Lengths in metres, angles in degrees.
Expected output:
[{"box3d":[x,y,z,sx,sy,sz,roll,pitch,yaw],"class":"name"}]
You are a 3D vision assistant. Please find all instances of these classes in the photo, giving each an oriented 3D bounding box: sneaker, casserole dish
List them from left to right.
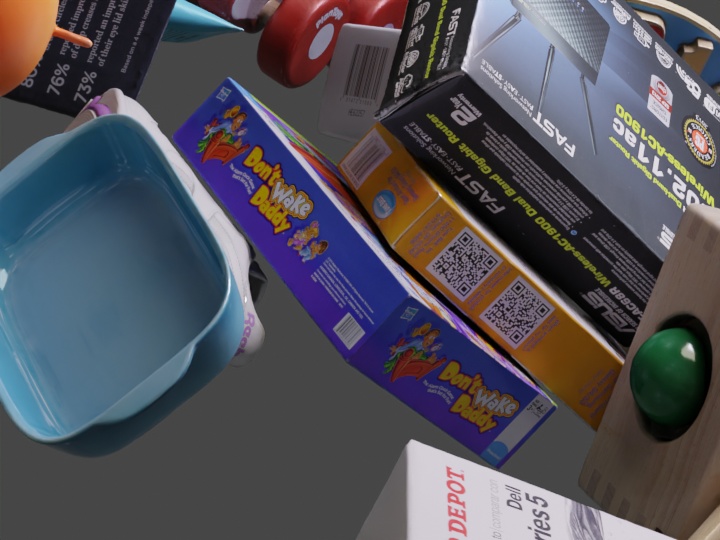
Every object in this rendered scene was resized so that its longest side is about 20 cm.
[{"box3d":[-0.117,0.010,1.230,0.039,0.121,0.200,50,3,-42],"class":"casserole dish"},{"box3d":[-0.103,-0.016,1.360,0.099,0.075,0.200,30,20,-32],"class":"sneaker"}]

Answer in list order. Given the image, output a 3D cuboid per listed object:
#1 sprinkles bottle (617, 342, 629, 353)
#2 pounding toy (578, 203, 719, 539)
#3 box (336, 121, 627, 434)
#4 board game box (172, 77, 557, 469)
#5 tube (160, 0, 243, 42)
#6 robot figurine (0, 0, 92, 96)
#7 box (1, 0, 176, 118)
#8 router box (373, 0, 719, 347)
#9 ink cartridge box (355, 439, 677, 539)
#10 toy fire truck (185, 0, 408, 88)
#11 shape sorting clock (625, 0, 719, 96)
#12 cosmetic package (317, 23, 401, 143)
[{"box3d":[0.232,0.051,1.526,0.199,0.068,0.068,20,24,-12],"class":"sprinkles bottle"},{"box3d":[0.202,0.085,1.317,0.199,0.185,0.142,13,15,-28],"class":"pounding toy"},{"box3d":[0.079,0.015,1.397,0.200,0.041,0.119,44,6,-25],"class":"box"},{"box3d":[0.000,0.000,1.371,0.134,0.045,0.200,37,9,-45],"class":"board game box"},{"box3d":[-0.172,-0.165,1.604,0.199,0.051,0.077,16,-1,-23],"class":"tube"},{"box3d":[-0.231,-0.137,1.316,0.199,0.117,0.144,2,-5,-27],"class":"robot figurine"},{"box3d":[-0.200,-0.184,1.493,0.199,0.148,0.104,17,25,-20],"class":"box"},{"box3d":[0.106,-0.080,1.407,0.200,0.062,0.150,41,42,-26],"class":"router box"},{"box3d":[0.093,0.168,1.124,0.199,0.084,0.146,21,24,-9],"class":"ink cartridge box"},{"box3d":[-0.025,-0.213,1.690,0.112,0.168,0.200,34,21,20],"class":"toy fire truck"},{"box3d":[0.125,-0.077,1.534,0.199,0.200,0.039,18,38,-16],"class":"shape sorting clock"},{"box3d":[0.086,-0.092,1.641,0.199,0.074,0.102,13,2,-28],"class":"cosmetic package"}]
